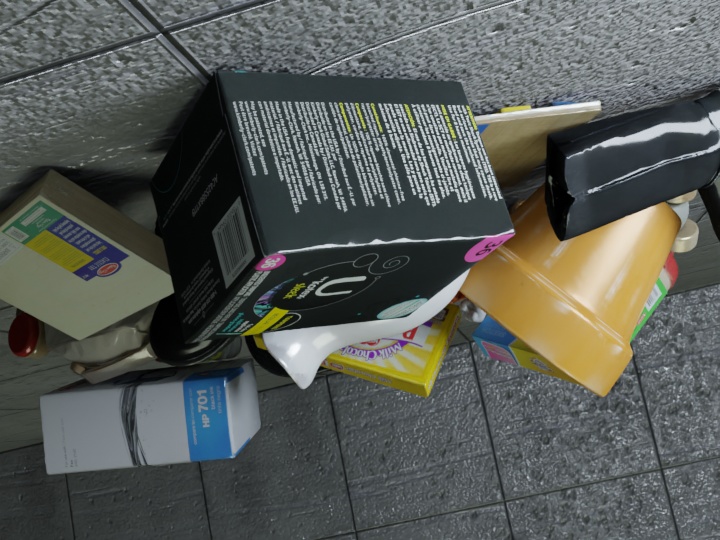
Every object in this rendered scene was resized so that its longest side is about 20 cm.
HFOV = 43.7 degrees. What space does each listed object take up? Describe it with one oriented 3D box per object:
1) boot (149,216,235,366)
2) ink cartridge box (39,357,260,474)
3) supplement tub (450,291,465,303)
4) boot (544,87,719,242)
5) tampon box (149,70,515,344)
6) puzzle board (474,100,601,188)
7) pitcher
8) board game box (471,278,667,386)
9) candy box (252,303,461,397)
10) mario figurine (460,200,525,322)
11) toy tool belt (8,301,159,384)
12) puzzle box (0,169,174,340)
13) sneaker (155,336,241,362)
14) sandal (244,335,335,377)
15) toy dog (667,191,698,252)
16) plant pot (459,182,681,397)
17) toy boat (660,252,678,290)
[{"bbox_3d":[-0.137,0.001,0.787,0.211,0.080,0.158,-45,165,9],"label":"boot"},{"bbox_3d":[-0.217,0.153,0.956,0.195,0.088,0.146,-5,-178,4],"label":"ink cartridge box"},{"bbox_3d":[0.022,0.012,1.030,0.197,0.125,0.121,-20,167,34],"label":"supplement tub"},{"bbox_3d":[0.260,-0.064,0.789,0.196,0.168,0.066,-20,-156,-13],"label":"boot"},{"bbox_3d":[-0.023,-0.042,0.630,0.196,0.129,0.150,-5,159,-33],"label":"tampon box"},{"bbox_3d":[0.107,-0.105,0.812,0.147,0.018,0.200,-8,168,-14],"label":"puzzle board"},{"bbox_3d":[0.000,0.000,0.878,0.198,0.173,0.122,-33,123,10],"label":"pitcher"},{"bbox_3d":[0.246,0.054,1.084,0.153,0.041,0.199,-48,-154,-17],"label":"board game box"},{"bbox_3d":[-0.004,0.058,0.928,0.196,0.103,0.027,13,147,22],"label":"candy box"},{"bbox_3d":[0.135,-0.001,1.105,0.198,0.126,0.105,-28,170,38],"label":"mario figurine"},{"bbox_3d":[-0.266,0.060,0.954,0.197,0.128,0.122,-18,160,32],"label":"toy tool belt"},{"bbox_3d":[-0.239,-0.004,0.734,0.132,0.026,0.198,35,143,-29],"label":"puzzle box"},{"bbox_3d":[-0.230,0.065,1.037,0.197,0.080,0.089,4,-167,42],"label":"sneaker"},{"bbox_3d":[-0.032,0.078,0.983,0.195,0.077,0.045,-2,177,13],"label":"sandal"},{"bbox_3d":[0.306,-0.065,1.055,0.196,0.135,0.097,-1,-152,-25],"label":"toy dog"},{"bbox_3d":[0.216,-0.010,0.901,0.185,0.199,0.200,-54,161,6],"label":"plant pot"},{"bbox_3d":[0.355,-0.041,1.206,0.131,0.131,0.200,-47,-171,-14],"label":"toy boat"}]
